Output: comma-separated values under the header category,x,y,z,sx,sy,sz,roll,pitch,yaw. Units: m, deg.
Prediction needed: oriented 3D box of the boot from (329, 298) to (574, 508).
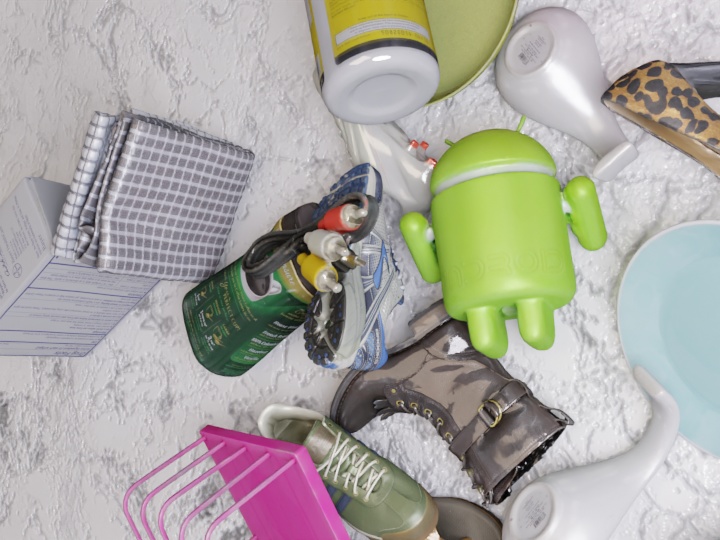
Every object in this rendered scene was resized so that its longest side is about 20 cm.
category,x,y,z,sx,sy,sz,roll,pitch,yaw
boot,0.075,0.140,0.839,0.200,0.069,0.175,-44,63,20

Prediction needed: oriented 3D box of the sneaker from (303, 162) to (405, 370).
category,x,y,z,sx,sy,sz,roll,pitch,yaw
sneaker,0.000,0.000,0.853,0.076,0.084,0.204,-13,62,46

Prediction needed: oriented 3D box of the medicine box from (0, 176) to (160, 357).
category,x,y,z,sx,sy,sz,roll,pitch,yaw
medicine box,-0.356,0.006,1.071,0.199,0.181,0.104,-41,65,23

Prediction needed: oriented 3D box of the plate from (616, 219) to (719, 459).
category,x,y,z,sx,sy,sz,roll,pitch,yaw
plate,0.283,0.055,0.695,0.199,0.025,0.203,33,135,40

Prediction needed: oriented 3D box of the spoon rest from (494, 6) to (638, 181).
category,x,y,z,sx,sy,sz,roll,pitch,yaw
spoon rest,0.184,-0.154,0.811,0.099,0.060,0.202,-41,52,23

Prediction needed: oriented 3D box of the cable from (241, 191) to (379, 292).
category,x,y,z,sx,sy,sz,roll,pitch,yaw
cable,-0.052,-0.032,0.823,0.199,0.050,0.098,9,73,53

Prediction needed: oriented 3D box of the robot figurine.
category,x,y,z,sx,sy,sz,roll,pitch,yaw
robot figurine,0.121,-0.031,0.790,0.173,0.115,0.204,-12,74,21

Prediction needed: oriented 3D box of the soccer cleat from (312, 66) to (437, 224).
category,x,y,z,sx,sy,sz,roll,pitch,yaw
soccer cleat,0.006,-0.130,0.914,0.200,0.069,0.078,49,114,24

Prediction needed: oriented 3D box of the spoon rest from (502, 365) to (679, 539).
category,x,y,z,sx,sy,sz,roll,pitch,yaw
spoon rest,0.189,0.175,0.743,0.201,0.060,0.100,-53,26,13

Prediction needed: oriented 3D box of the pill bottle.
category,x,y,z,sx,sy,sz,roll,pitch,yaw
pill bottle,0.004,-0.249,0.854,0.111,0.111,0.203,-22,67,30

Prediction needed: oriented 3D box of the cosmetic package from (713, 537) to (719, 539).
category,x,y,z,sx,sy,sz,roll,pitch,yaw
cosmetic package,0.335,0.218,0.649,0.199,0.084,0.109,-33,68,27

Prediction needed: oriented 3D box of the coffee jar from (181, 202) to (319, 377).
category,x,y,z,sx,sy,sz,roll,pitch,yaw
coffee jar,-0.091,0.021,0.951,0.199,0.085,0.106,-35,60,26

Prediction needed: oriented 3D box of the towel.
category,x,y,z,sx,sy,sz,roll,pitch,yaw
towel,-0.211,-0.074,0.972,0.085,0.199,0.168,28,101,31

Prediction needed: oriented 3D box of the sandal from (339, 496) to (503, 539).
category,x,y,z,sx,sy,sz,roll,pitch,yaw
sandal,0.045,0.238,0.858,0.198,0.054,0.083,21,97,33

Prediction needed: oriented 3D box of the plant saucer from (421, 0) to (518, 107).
category,x,y,z,sx,sy,sz,roll,pitch,yaw
plant saucer,0.076,-0.252,0.886,0.198,0.031,0.204,-10,74,39

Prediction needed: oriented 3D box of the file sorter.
category,x,y,z,sx,sy,sz,roll,pitch,yaw
file sorter,-0.118,0.247,0.856,0.199,0.125,0.141,-4,114,55

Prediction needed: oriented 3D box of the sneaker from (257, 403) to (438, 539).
category,x,y,z,sx,sy,sz,roll,pitch,yaw
sneaker,-0.023,0.182,0.846,0.199,0.090,0.067,22,68,43

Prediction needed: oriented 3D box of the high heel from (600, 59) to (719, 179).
category,x,y,z,sx,sy,sz,roll,pitch,yaw
high heel,0.264,-0.071,0.706,0.140,0.072,0.204,-4,70,8
